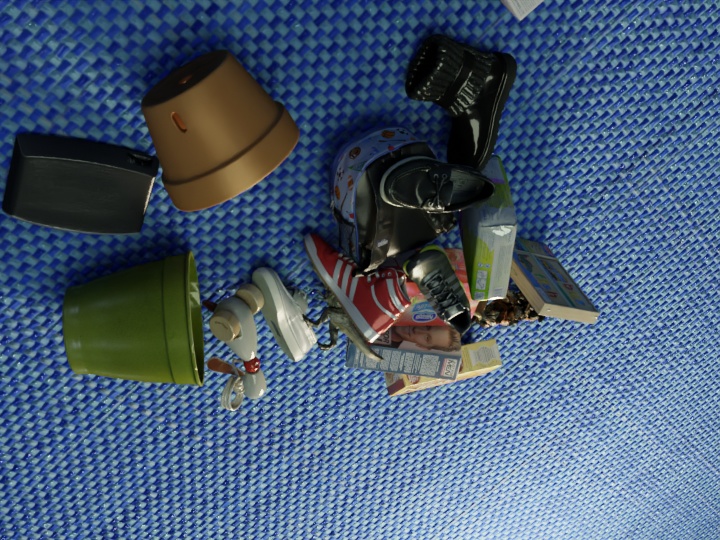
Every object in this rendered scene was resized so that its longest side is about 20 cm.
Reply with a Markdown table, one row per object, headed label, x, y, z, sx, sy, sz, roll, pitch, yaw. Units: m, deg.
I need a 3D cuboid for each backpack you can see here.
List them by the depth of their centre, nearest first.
| label | x | y | z | sx | sy | sz | roll | pitch | yaw |
| --- | --- | --- | --- | --- | --- | --- | --- | --- | --- |
| backpack | 0.039 | -0.123 | 1.432 | 0.198 | 0.154 | 0.193 | -27 | 139 | -24 |

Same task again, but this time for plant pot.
| label | x | y | z | sx | sy | sz | roll | pitch | yaw |
| --- | --- | --- | --- | --- | --- | --- | --- | --- | --- |
| plant pot | -0.198 | -0.194 | 1.250 | 0.198 | 0.201 | 0.141 | -30 | 118 | 2 |
| plant pot | -0.339 | 0.080 | 1.415 | 0.188 | 0.202 | 0.203 | -5 | 130 | -6 |

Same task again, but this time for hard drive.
| label | x | y | z | sx | sy | sz | roll | pitch | yaw |
| --- | --- | --- | --- | --- | --- | --- | --- | --- | --- |
| hard drive | -0.387 | -0.113 | 1.317 | 0.197 | 0.043 | 0.136 | 7 | 124 | -29 |

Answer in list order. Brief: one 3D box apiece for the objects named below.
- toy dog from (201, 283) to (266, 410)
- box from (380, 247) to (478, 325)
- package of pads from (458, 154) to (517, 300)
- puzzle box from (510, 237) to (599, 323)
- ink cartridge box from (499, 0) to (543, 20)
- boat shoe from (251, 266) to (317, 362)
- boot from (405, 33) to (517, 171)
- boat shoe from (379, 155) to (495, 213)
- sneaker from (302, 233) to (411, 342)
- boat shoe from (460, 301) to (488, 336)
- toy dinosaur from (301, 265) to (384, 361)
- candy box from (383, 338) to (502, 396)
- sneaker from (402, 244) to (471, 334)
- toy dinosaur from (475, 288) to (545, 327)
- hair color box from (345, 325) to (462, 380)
| label | x | y | z | sx | sy | sz | roll | pitch | yaw |
| --- | --- | --- | --- | --- | --- | --- | --- | --- | --- |
| toy dog | -0.212 | 0.117 | 1.549 | 0.131 | 0.095 | 0.204 | -19 | 119 | -56 |
| box | 0.101 | 0.026 | 1.620 | 0.196 | 0.103 | 0.096 | 1 | 128 | -27 |
| package of pads | 0.202 | -0.075 | 1.514 | 0.067 | 0.202 | 0.157 | -1 | 130 | -2 |
| puzzle box | 0.316 | 0.012 | 1.639 | 0.131 | 0.201 | 0.026 | 10 | 123 | -32 |
| ink cartridge box | 0.254 | -0.468 | 1.300 | 0.199 | 0.077 | 0.136 | -38 | 133 | 11 |
| boat shoe | -0.122 | 0.062 | 1.578 | 0.071 | 0.070 | 0.203 | -38 | 133 | -22 |
| boot | 0.134 | -0.244 | 1.424 | 0.155 | 0.079 | 0.215 | 0 | 117 | -33 |
| boat shoe | 0.118 | -0.118 | 1.359 | 0.197 | 0.066 | 0.076 | 2 | 107 | -41 |
| sneaker | 0.000 | 0.000 | 1.496 | 0.112 | 0.201 | 0.071 | -38 | 171 | 11 |
| boat shoe | 0.206 | 0.060 | 1.712 | 0.074 | 0.075 | 0.203 | 23 | 115 | -37 |
| toy dinosaur | -0.043 | 0.084 | 1.562 | 0.087 | 0.047 | 0.202 | -30 | 98 | -7 |
| candy box | 0.152 | 0.182 | 1.766 | 0.196 | 0.056 | 0.116 | -10 | 166 | -17 |
| sneaker | 0.132 | 0.030 | 1.498 | 0.073 | 0.082 | 0.200 | -35 | 140 | 9 |
| toy dinosaur | 0.311 | 0.054 | 1.758 | 0.199 | 0.103 | 0.136 | -35 | 169 | -18 |
| hair color box | 0.074 | 0.127 | 1.648 | 0.195 | 0.101 | 0.061 | 8 | 127 | -4 |
